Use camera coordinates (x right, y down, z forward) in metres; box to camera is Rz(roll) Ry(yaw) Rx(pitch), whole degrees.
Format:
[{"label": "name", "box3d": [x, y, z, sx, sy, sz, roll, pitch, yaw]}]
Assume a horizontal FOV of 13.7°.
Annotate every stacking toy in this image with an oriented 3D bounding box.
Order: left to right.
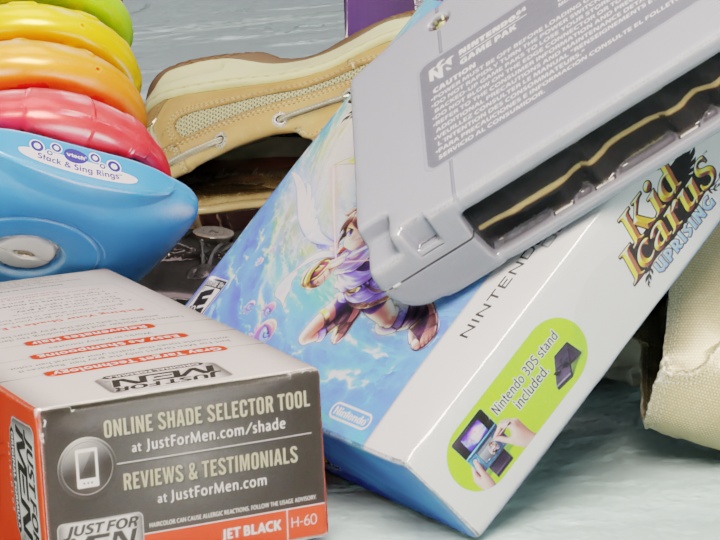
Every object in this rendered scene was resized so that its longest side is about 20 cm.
[{"label": "stacking toy", "box3d": [-0.128, -0.092, 1.183, 0.116, 0.201, 0.110, 15, -33, -25]}]

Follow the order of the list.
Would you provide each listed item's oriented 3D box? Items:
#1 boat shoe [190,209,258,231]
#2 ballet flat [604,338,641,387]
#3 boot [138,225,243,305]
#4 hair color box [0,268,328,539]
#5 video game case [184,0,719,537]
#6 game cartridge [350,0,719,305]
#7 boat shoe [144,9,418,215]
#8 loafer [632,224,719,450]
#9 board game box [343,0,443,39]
[{"label": "boat shoe", "box3d": [0.011, -0.041, 1.361, 0.199, 0.072, 0.072, -10, -21, -39]}, {"label": "ballet flat", "box3d": [0.133, 0.012, 1.161, 0.199, 0.073, 0.073, 1, 11, -14]}, {"label": "boot", "box3d": [0.000, 0.000, 1.272, 0.199, 0.066, 0.165, -6, 10, 3]}, {"label": "hair color box", "box3d": [-0.097, 0.049, 1.043, 0.101, 0.062, 0.200, -7, 12, -23]}, {"label": "video game case", "box3d": [0.032, -0.010, 1.072, 0.181, 0.045, 0.200, -51, 29, -13]}, {"label": "game cartridge", "box3d": [0.085, -0.080, 1.015, 0.200, 0.040, 0.134, -31, 34, 20]}, {"label": "boat shoe", "box3d": [-0.001, -0.052, 1.225, 0.199, 0.072, 0.076, -11, 42, 25]}, {"label": "loafer", "box3d": [0.114, -0.017, 1.092, 0.068, 0.076, 0.200, -2, 46, -14]}, {"label": "board game box", "box3d": [0.075, -0.114, 1.393, 0.164, 0.057, 0.200, -4, 18, 0]}]
